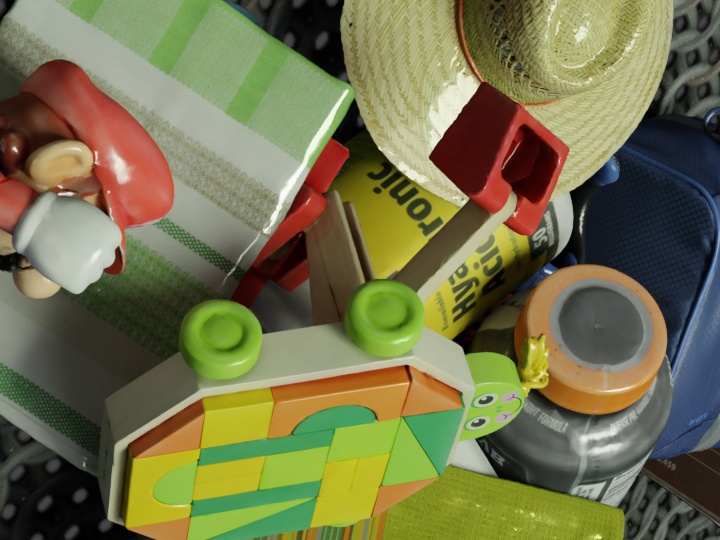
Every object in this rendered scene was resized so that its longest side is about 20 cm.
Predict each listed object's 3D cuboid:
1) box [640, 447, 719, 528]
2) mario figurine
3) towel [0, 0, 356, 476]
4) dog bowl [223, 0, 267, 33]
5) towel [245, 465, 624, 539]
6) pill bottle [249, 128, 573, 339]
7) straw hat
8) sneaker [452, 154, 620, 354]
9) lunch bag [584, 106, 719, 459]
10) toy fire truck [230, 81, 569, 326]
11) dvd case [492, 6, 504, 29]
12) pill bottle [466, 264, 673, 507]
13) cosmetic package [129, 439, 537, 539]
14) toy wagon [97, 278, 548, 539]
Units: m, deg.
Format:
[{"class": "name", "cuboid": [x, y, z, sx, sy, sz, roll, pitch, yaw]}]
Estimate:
[{"class": "box", "cuboid": [0.265, 0.055, 1.389, 0.166, 0.164, 0.201, 17, 104, -51]}, {"class": "mario figurine", "cuboid": [-0.166, -0.014, 0.879, 0.199, 0.124, 0.106, -7, 140, -27]}, {"class": "towel", "cuboid": [-0.114, -0.033, 0.959, 0.200, 0.149, 0.031, -56, -173, -2]}, {"class": "dog bowl", "cuboid": [-0.097, -0.031, 1.027, 0.200, 0.050, 0.112, -48, 142, -10]}, {"class": "towel", "cuboid": [0.035, 0.131, 1.052, 0.199, 0.018, 0.086, 16, 74, -21]}, {"class": "pill bottle", "cuboid": [0.000, 0.000, 1.106, 0.200, 0.111, 0.112, -38, 139, -22]}, {"class": "straw hat", "cuboid": [0.092, -0.126, 1.042, 0.200, 0.085, 0.202, 0, 91, -28]}, {"class": "sneaker", "cuboid": [0.076, 0.000, 1.214, 0.075, 0.078, 0.201, 2, 115, -47]}, {"class": "lunch bag", "cuboid": [0.173, 0.002, 1.275, 0.132, 0.136, 0.201, -5, 120, -47]}, {"class": "toy fire truck", "cuboid": [-0.016, -0.005, 0.978, 0.200, 0.141, 0.049, -57, 142, 1]}, {"class": "dvd case", "cuboid": [0.097, -0.193, 1.148, 0.200, 0.016, 0.149, 12, 107, -51]}, {"class": "pill bottle", "cuboid": [0.096, 0.076, 1.141, 0.106, 0.106, 0.200, -33, 160, -26]}, {"class": "cosmetic package", "cuboid": [-0.026, 0.179, 1.117, 0.200, 0.165, 0.165, -33, 94, -25]}, {"class": "toy wagon", "cuboid": [-0.010, 0.063, 0.948, 0.199, 0.040, 0.155, -7, 147, -15]}]
